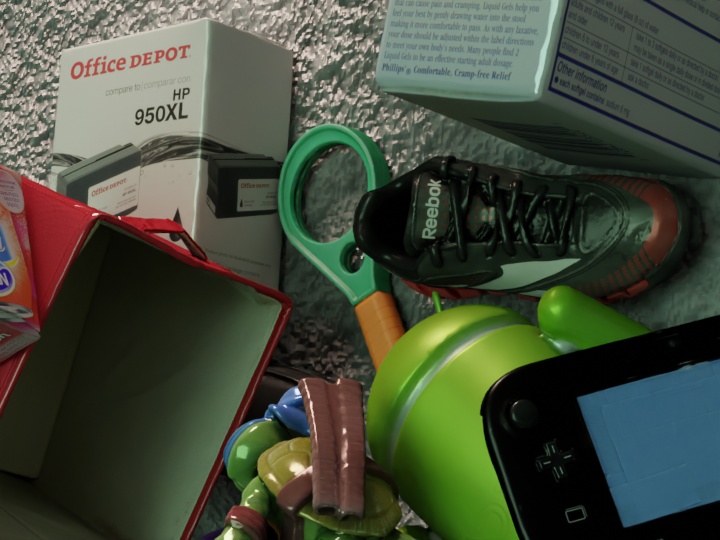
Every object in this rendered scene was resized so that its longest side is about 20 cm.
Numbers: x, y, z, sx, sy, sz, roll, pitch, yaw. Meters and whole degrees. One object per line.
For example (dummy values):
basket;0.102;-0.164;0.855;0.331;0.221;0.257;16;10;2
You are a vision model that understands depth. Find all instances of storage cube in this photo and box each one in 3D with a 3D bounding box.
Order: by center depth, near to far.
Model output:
storage cube;-0.181;0.047;0.918;0.179;0.171;0.201;24;89;39

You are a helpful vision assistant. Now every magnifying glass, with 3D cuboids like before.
magnifying glass;0.000;0.000;0.996;0.079;0.022;0.201;-36;61;29

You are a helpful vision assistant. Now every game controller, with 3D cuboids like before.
game controller;0.155;0.076;0.758;0.042;0.199;0.105;102;150;-58

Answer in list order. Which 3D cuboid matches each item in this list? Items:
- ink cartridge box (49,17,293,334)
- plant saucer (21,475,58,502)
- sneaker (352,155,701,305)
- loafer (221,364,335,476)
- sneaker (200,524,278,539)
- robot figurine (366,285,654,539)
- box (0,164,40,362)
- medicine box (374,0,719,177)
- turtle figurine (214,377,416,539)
ink cartridge box;-0.126;-0.049;1.070;0.144;0.084;0.201;-4;78;39
plant saucer;-0.246;0.212;1.031;0.200;0.051;0.202;-10;74;39
sneaker;0.078;-0.022;0.884;0.200;0.098;0.071;0;78;39
loafer;-0.098;0.092;1.026;0.199;0.072;0.073;-8;75;38
sneaker;-0.077;0.194;0.920;0.080;0.089;0.200;22;61;37
robot figurine;0.082;0.095;0.845;0.200;0.115;0.176;41;108;38
box;-0.262;0.020;0.816;0.199;0.095;0.100;-29;58;25
medicine box;0.117;-0.163;0.823;0.103;0.182;0.201;10;88;40
turtle figurine;-0.016;0.167;0.791;0.193;0.144;0.200;24;67;44
